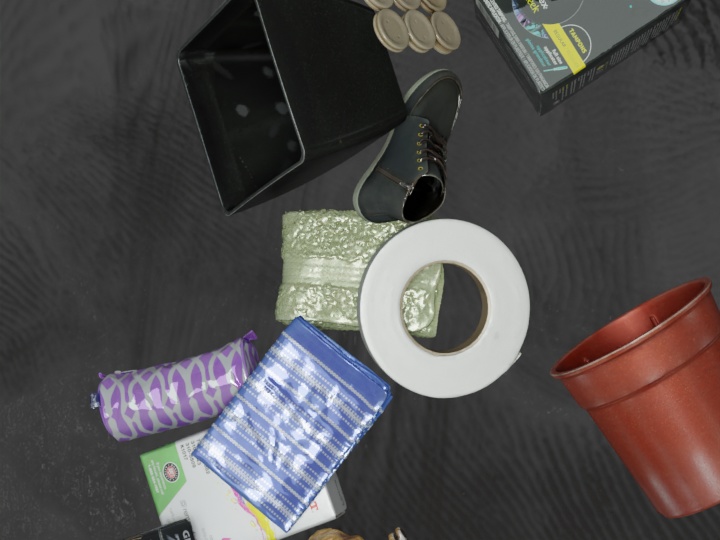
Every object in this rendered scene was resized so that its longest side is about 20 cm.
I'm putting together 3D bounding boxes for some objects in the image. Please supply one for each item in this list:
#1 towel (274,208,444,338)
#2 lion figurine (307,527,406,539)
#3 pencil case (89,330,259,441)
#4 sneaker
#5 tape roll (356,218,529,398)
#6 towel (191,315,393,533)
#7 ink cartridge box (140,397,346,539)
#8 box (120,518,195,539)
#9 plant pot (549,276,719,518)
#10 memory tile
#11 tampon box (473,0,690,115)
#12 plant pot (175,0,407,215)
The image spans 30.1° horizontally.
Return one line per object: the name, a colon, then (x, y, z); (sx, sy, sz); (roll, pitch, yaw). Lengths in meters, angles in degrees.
towel: (0.000, 0.000, 1.562); (0.197, 0.036, 0.151); (3, 86, 8)
lion figurine: (0.022, 0.369, 1.518); (0.122, 0.072, 0.201); (-35, 86, 11)
pencil case: (-0.210, 0.138, 1.563); (0.197, 0.084, 0.087); (-14, 61, 5)
sneaker: (0.079, -0.135, 1.510); (0.074, 0.106, 0.202); (34, 79, -32)
tape roll: (0.095, 0.043, 1.522); (0.199, 0.037, 0.206); (0, 92, -7)
towel: (-0.075, 0.169, 1.484); (0.144, 0.024, 0.201); (38, 88, 8)
ink cartridge box: (-0.133, 0.245, 1.539); (0.197, 0.084, 0.147); (-20, 84, 5)
box: (-0.236, 0.399, 1.508); (0.198, 0.049, 0.203); (-27, 79, 45)
plant pot: (0.337, 0.144, 1.438); (0.199, 0.201, 0.197); (-31, 91, 5)
memory tile: (0.038, -0.341, 1.534); (0.017, 0.152, 0.202); (-28, 80, 40)
tampon box: (0.246, -0.300, 1.503); (0.199, 0.126, 0.151); (-34, 83, 4)
plant pot: (-0.066, -0.199, 1.494); (0.176, 0.199, 0.202); (-14, 82, -33)
